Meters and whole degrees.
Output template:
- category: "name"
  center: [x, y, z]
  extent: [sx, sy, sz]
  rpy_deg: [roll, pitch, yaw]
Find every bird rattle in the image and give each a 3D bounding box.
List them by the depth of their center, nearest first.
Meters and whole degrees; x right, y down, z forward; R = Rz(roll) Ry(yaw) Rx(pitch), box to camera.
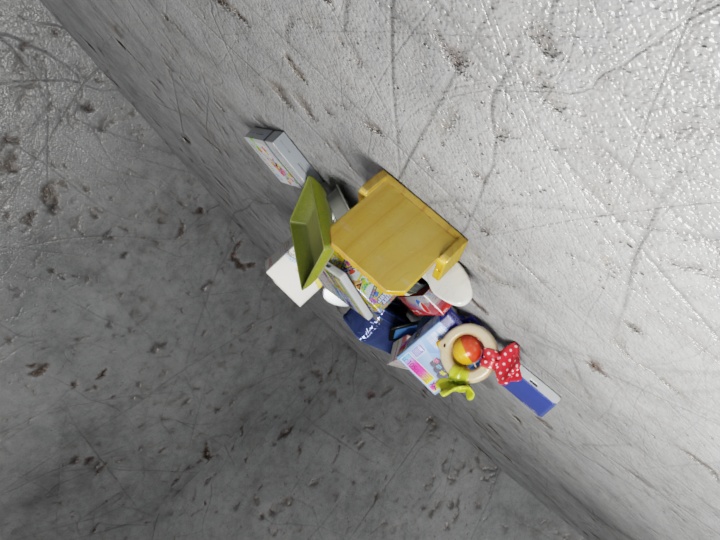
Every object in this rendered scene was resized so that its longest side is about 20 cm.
- category: "bird rattle"
  center: [0.246, 0.192, 1.407]
  extent: [0.113, 0.200, 0.163]
  rpy_deg: [2, -122, -56]

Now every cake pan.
- category: "cake pan"
  center: [-0.021, -0.093, 1.428]
  extent: [0.200, 0.037, 0.200]
  rpy_deg: [63, -179, -3]

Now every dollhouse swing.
- category: "dollhouse swing"
  center: [0.056, -0.042, 1.163]
  extent: [0.200, 0.176, 0.182]
  rpy_deg: [41, 169, 11]

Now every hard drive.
- category: "hard drive"
  center: [0.400, 0.285, 1.548]
  extent: [0.132, 0.025, 0.200]
  rpy_deg: [40, 169, 18]

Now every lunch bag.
- category: "lunch bag"
  center: [0.067, 0.146, 1.911]
  extent: [0.200, 0.132, 0.136]
  rpy_deg: [28, -164, -44]

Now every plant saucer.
- category: "plant saucer"
  center: [-0.106, -0.085, 1.505]
  extent: [0.200, 0.048, 0.200]
  rpy_deg: [124, 139, -55]

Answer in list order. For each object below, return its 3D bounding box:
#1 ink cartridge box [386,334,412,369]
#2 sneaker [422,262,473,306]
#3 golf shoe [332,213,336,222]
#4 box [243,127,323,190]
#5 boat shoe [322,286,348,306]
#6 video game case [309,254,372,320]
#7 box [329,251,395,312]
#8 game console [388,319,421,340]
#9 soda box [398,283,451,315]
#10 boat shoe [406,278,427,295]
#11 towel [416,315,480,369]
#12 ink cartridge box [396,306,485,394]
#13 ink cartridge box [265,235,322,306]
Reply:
- category: "ink cartridge box"
  center: [0.149, 0.232, 1.774]
  extent: [0.116, 0.068, 0.200]
  rpy_deg: [15, 164, -7]
- category: "sneaker"
  center: [0.158, 0.006, 1.293]
  extent: [0.200, 0.075, 0.088]
  rpy_deg: [44, -176, 36]
- category: "golf shoe"
  center: [-0.100, -0.099, 1.666]
  extent: [0.092, 0.073, 0.200]
  rpy_deg: [43, 147, 0]
- category: "box"
  center: [-0.188, -0.269, 1.561]
  extent: [0.156, 0.041, 0.200]
  rpy_deg: [50, 169, -30]
- category: "boat shoe"
  center: [-0.012, 0.052, 1.819]
  extent: [0.068, 0.200, 0.072]
  rpy_deg: [-139, 43, -70]
- category: "video game case"
  center: [-0.064, 0.027, 1.636]
  extent: [0.182, 0.022, 0.200]
  rpy_deg: [34, 164, 39]
- category: "box"
  center: [0.000, 0.000, 1.676]
  extent: [0.193, 0.122, 0.200]
  rpy_deg: [46, 169, -9]
- category: "game console"
  center: [0.180, 0.193, 1.768]
  extent: [0.176, 0.116, 0.200]
  rpy_deg: [42, 170, 10]
- category: "soda box"
  center: [0.153, 0.057, 1.463]
  extent: [0.063, 0.070, 0.200]
  rpy_deg: [44, 169, -6]
- category: "boat shoe"
  center: [0.080, -0.037, 1.389]
  extent: [0.066, 0.074, 0.199]
  rpy_deg: [-16, 106, 47]
- category: "towel"
  center: [0.225, 0.183, 1.608]
  extent: [0.200, 0.112, 0.049]
  rpy_deg: [48, 127, -9]
- category: "ink cartridge box"
  center: [0.202, 0.174, 1.511]
  extent: [0.136, 0.200, 0.076]
  rpy_deg: [44, -160, -6]
- category: "ink cartridge box"
  center: [-0.152, -0.028, 1.846]
  extent: [0.145, 0.200, 0.147]
  rpy_deg: [47, -176, -16]
